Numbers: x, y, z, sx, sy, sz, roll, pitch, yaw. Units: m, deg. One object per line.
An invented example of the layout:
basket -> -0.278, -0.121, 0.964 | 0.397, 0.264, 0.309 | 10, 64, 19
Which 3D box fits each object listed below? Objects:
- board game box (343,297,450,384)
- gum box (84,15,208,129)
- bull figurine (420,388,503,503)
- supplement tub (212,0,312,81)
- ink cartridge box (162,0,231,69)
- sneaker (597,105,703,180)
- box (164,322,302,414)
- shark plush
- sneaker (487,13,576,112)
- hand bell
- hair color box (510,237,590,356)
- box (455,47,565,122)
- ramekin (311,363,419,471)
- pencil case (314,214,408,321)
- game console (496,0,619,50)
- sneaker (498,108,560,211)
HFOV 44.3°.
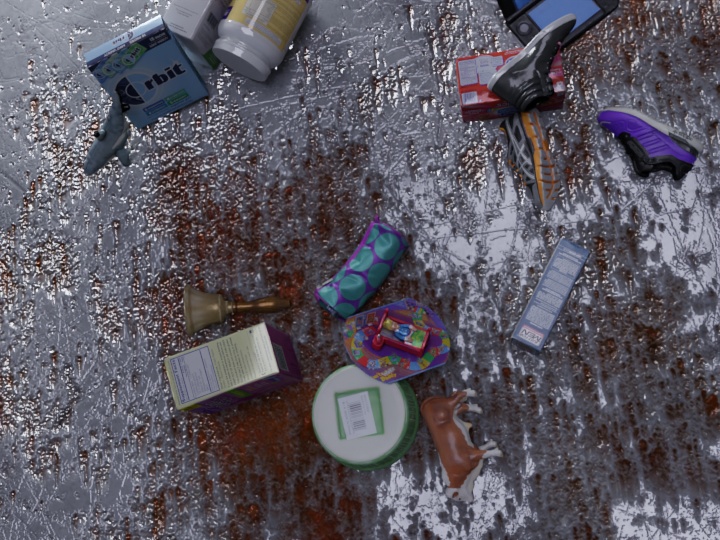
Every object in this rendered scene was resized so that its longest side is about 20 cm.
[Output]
board game box -> 0.071, 0.115, 1.609 | 0.199, 0.039, 0.159 | -16, 55, -22
gum box -> -0.423, -0.391, 1.768 | 0.169, 0.200, 0.045 | -25, 58, 4
bull figurine -> 0.182, 0.313, 1.593 | 0.121, 0.065, 0.201 | -23, 78, 1
supplement tub -> -0.198, -0.500, 1.778 | 0.145, 0.145, 0.201 | 26, 84, 14
ink cartridge box -> -0.307, -0.539, 1.805 | 0.083, 0.145, 0.201 | 25, 84, 14
sneaker -> 0.522, -0.229, 1.637 | 0.199, 0.070, 0.100 | 27, 87, 14
box -> -0.229, 0.185, 1.632 | 0.198, 0.176, 0.097 | -20, 76, 5
shark plush -> -0.501, -0.272, 1.779 | 0.091, 0.083, 0.200 | 52, 133, 7
sneaker -> 0.335, -0.367, 1.602 | 0.200, 0.071, 0.099 | -43, 77, 5
hand bell -> -0.236, 0.070, 1.716 | 0.198, 0.104, 0.105 | -5, 78, -3
hair color box -> 0.341, 0.050, 1.598 | 0.060, 0.100, 0.201 | 27, 85, 12
box -> 0.286, -0.356, 1.690 | 0.198, 0.095, 0.101 | -8, 78, 8
ramekin -> 0.005, 0.264, 1.615 | 0.198, 0.098, 0.202 | -2, 79, 9
pencil case -> 0.000, 0.000, 1.675 | 0.092, 0.085, 0.200 | 40, 86, -19
game console -> 0.374, -0.537, 1.700 | 0.199, 0.116, 0.176 | -36, 75, 2
sneaker -> 0.320, -0.207, 1.674 | 0.077, 0.078, 0.202 | -17, 80, 35
